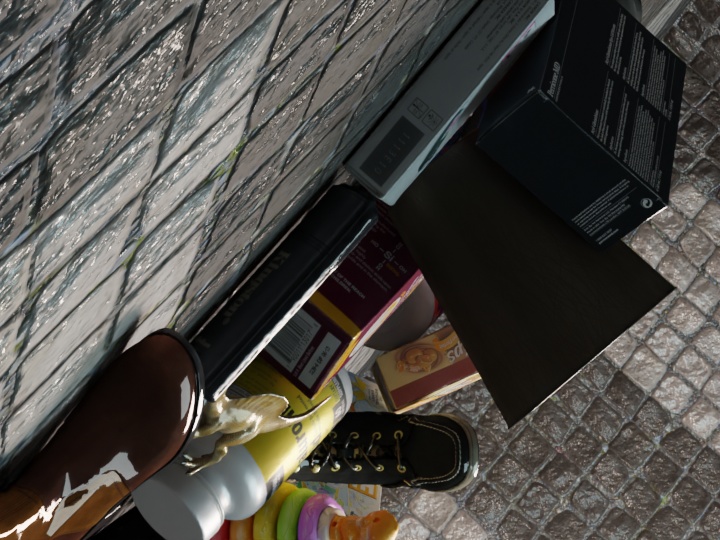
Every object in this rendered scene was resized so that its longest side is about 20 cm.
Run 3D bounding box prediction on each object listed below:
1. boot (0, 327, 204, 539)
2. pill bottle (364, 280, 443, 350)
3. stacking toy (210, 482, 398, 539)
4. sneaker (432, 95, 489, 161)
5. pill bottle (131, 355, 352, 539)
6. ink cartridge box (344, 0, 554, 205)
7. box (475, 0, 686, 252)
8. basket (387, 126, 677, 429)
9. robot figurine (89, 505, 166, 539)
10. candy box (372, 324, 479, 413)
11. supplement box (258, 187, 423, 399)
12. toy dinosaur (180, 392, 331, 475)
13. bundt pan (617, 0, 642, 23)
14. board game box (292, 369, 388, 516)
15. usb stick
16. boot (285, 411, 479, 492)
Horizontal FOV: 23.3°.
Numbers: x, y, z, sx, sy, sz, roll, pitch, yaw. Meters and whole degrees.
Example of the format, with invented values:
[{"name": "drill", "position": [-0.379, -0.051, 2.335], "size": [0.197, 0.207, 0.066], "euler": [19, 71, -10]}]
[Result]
[{"name": "boot", "position": [-0.193, 0.125, 1.020], "size": [0.188, 0.069, 0.200], "euler": [-44, 171, 29]}, {"name": "pill bottle", "position": [0.053, -0.005, 1.756], "size": [0.113, 0.112, 0.200], "euler": [-52, 174, 33]}, {"name": "stacking toy", "position": [-0.051, 0.229, 1.532], "size": [0.198, 0.110, 0.117], "euler": [-7, -141, 30]}, {"name": "sneaker", "position": [0.085, -0.095, 1.642], "size": [0.202, 0.078, 0.075], "euler": [-65, 164, -8]}, {"name": "pill bottle", "position": [-0.104, 0.143, 1.502], "size": [0.200, 0.111, 0.111], "euler": [-45, 174, -34]}, {"name": "ink cartridge box", "position": [0.074, -0.138, 1.362], "size": [0.200, 0.043, 0.174], "euler": [-50, 174, 4]}, {"name": "box", "position": [0.180, -0.135, 1.392], "size": [0.079, 0.141, 0.201], "euler": [-36, -158, 36]}, {"name": "basket", "position": [0.124, -0.005, 1.410], "size": [0.180, 0.200, 0.136], "euler": [-39, 173, -13]}, {"name": "robot figurine", "position": [-0.188, 0.282, 1.635], "size": [0.199, 0.124, 0.152], "euler": [-35, 126, -31]}, {"name": "candy box", "position": [0.074, 0.093, 1.699], "size": [0.114, 0.056, 0.200], "euler": [-24, 173, -3]}, {"name": "supplement box", "position": [0.000, 0.000, 1.488], "size": [0.200, 0.085, 0.111], "euler": [-46, 174, -38]}, {"name": "toy dinosaur", "position": [-0.097, 0.119, 1.382], "size": [0.100, 0.059, 0.200], "euler": [-24, 155, 20]}, {"name": "bundt pan", "position": [0.200, -0.185, 1.601], "size": [0.203, 0.075, 0.202], "euler": [-60, 166, -26]}, {"name": "board game box", "position": [-0.041, 0.174, 1.732], "size": [0.034, 0.133, 0.201], "euler": [-49, -157, 38]}, {"name": "usb stick", "position": [-0.063, 0.015, 1.282], "size": [0.200, 0.055, 0.033], "euler": [-48, 131, -13]}, {"name": "boot", "position": [-0.001, 0.169, 1.608], "size": [0.152, 0.074, 0.203], "euler": [1, 179, -34]}]
